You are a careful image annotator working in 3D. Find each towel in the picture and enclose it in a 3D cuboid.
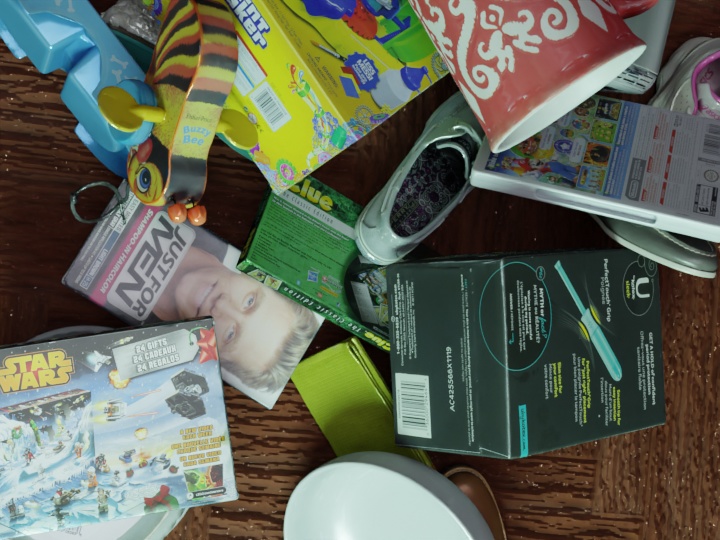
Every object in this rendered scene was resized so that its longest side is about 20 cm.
[{"bbox_3d":[0.014,0.156,1.013,0.086,0.018,0.201,-27,95,36],"label":"towel"}]

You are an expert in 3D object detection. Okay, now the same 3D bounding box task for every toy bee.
[{"bbox_3d":[-0.130,-0.089,0.870,0.130,0.201,0.109,-17,49,-30],"label":"toy bee"}]

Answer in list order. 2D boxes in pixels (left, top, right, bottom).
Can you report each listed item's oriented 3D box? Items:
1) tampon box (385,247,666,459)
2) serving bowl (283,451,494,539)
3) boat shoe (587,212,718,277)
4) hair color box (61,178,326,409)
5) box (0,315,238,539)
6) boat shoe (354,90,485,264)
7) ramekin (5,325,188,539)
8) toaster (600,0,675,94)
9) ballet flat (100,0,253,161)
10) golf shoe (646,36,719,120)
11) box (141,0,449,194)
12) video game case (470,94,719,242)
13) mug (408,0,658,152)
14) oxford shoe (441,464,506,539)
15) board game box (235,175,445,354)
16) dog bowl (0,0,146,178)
[{"bbox_3d":[0.136,0.060,0.967,0.199,0.126,0.152,-4,91,-42],"label":"tampon box"},{"bbox_3d":[0.035,0.231,0.982,0.066,0.199,0.201,-36,98,-50],"label":"serving bowl"},{"bbox_3d":[0.224,-0.060,0.987,0.066,0.200,0.057,5,114,-31],"label":"boat shoe"},{"bbox_3d":[-0.135,0.019,0.992,0.199,0.061,0.101,32,86,-9],"label":"hair color box"},{"bbox_3d":[-0.197,0.115,0.886,0.198,0.040,0.138,-8,93,-10],"label":"box"},{"bbox_3d":[0.073,-0.086,1.002,0.070,0.071,0.201,43,66,-10],"label":"boat shoe"},{"bbox_3d":[-0.220,0.146,0.955,0.198,0.105,0.202,0,91,-10],"label":"ramekin"},{"bbox_3d":[0.185,-0.220,0.990,0.199,0.113,0.131,2,97,-54],"label":"toaster"},{"bbox_3d":[-0.124,-0.164,0.993,0.199,0.072,0.072,35,85,-10],"label":"ballet flat"},{"bbox_3d":[0.275,-0.120,1.048,0.075,0.091,0.201,29,87,-10],"label":"golf shoe"},{"bbox_3d":[-0.033,-0.205,0.940,0.192,0.122,0.201,-41,98,-37],"label":"box"},{"bbox_3d":[0.201,-0.094,0.971,0.198,0.018,0.144,14,44,11],"label":"video game case"},{"bbox_3d":[0.112,-0.215,0.883,0.177,0.133,0.201,-31,84,-31],"label":"mug"},{"bbox_3d":[0.100,0.269,1.030,0.071,0.071,0.202,-6,89,-7],"label":"oxford shoe"},{"bbox_3d":[0.000,0.000,0.997,0.199,0.023,0.105,30,59,-18],"label":"board game box"},{"bbox_3d":[-0.226,-0.168,0.953,0.050,0.111,0.201,-41,97,-20],"label":"dog bowl"}]
